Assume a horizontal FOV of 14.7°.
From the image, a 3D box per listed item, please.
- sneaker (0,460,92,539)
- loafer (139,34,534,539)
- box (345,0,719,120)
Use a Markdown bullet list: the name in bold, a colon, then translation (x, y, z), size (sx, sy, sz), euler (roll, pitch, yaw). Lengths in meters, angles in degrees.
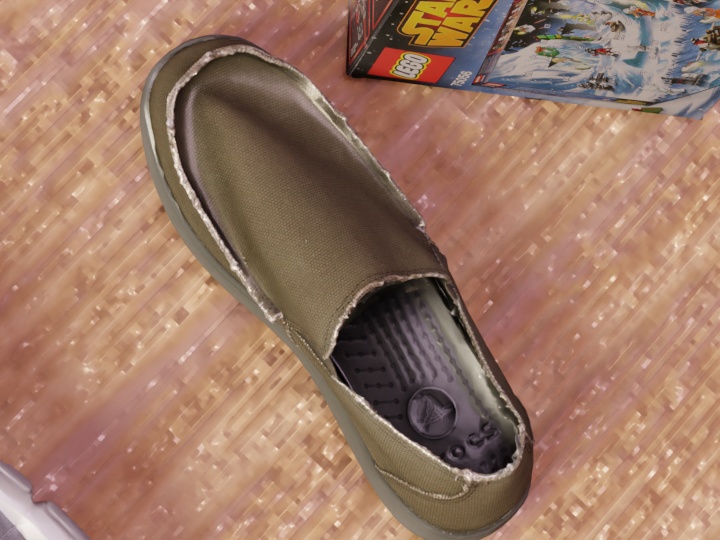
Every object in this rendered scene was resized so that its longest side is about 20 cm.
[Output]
- **sneaker**: translation (-0.175, 0.083, 0.882), size (0.200, 0.078, 0.112), euler (42, 71, -2)
- **loafer**: translation (0.000, 0.000, 0.948), size (0.075, 0.070, 0.200), euler (-37, 89, -19)
- **box**: translation (0.085, -0.110, 0.925), size (0.137, 0.200, 0.040), euler (6, 70, -14)
